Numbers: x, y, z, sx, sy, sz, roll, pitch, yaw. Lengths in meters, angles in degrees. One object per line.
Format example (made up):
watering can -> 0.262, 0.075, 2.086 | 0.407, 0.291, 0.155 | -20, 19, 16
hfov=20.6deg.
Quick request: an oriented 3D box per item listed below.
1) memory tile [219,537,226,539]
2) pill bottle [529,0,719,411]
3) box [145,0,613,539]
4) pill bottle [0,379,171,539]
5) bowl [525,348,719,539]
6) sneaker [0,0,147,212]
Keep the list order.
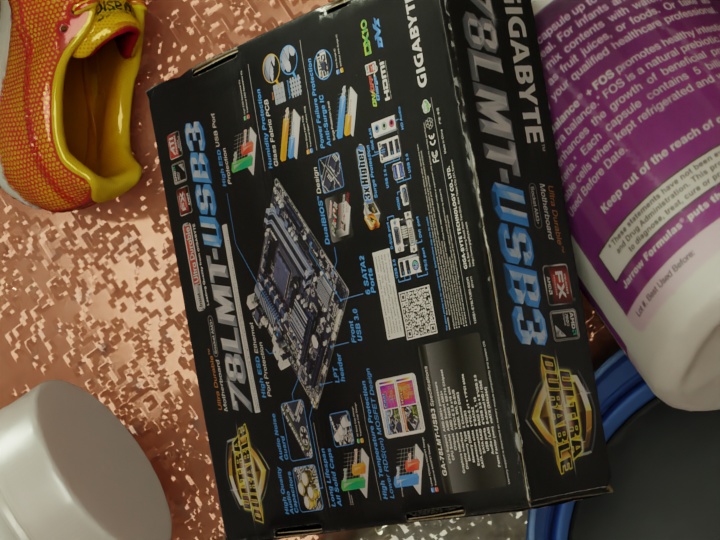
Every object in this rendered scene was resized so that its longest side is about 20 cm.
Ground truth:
memory tile -> -0.006, 0.215, 0.835 | 0.199, 0.017, 0.154 | 23, 93, 12
pill bottle -> 0.108, -0.055, 0.755 | 0.112, 0.112, 0.200 | -36, 62, 9
box -> 0.000, 0.000, 0.770 | 0.198, 0.049, 0.201 | -18, 81, 53
pill bottle -> -0.175, 0.132, 0.785 | 0.200, 0.111, 0.111 | -36, 81, 14
bowl -> 0.163, 0.111, 0.757 | 0.199, 0.039, 0.202 | -2, 68, 4
sneaker -> -0.122, -0.127, 0.840 | 0.077, 0.073, 0.201 | -2, 98, 37
